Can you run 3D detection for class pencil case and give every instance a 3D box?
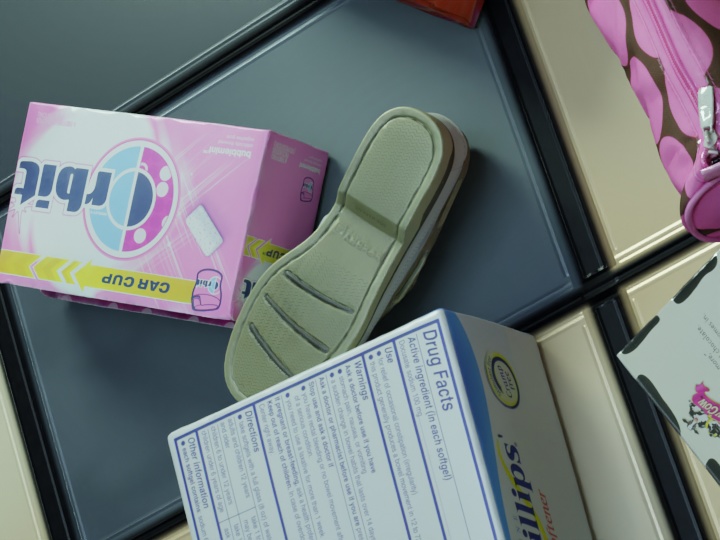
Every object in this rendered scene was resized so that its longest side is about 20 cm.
[{"bbox_3d":[0.170,-0.119,1.593,0.091,0.094,0.201,-37,62,23],"label":"pencil case"}]

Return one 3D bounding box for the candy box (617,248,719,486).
[{"bbox_3d":[0.248,0.027,1.532,0.200,0.061,0.137,-46,60,18],"label":"candy box"}]

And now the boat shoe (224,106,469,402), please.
[{"bbox_3d":[0.000,0.000,1.700,0.075,0.068,0.200,42,104,24],"label":"boat shoe"}]

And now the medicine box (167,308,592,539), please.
[{"bbox_3d":[0.015,0.146,1.641,0.199,0.103,0.183,-25,68,27],"label":"medicine box"}]

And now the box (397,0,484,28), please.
[{"bbox_3d":[-0.013,-0.225,1.734,0.199,0.095,0.100,25,96,34],"label":"box"}]

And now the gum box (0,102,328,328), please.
[{"bbox_3d":[-0.126,-0.033,1.792,0.199,0.066,0.114,9,84,35],"label":"gum box"}]
